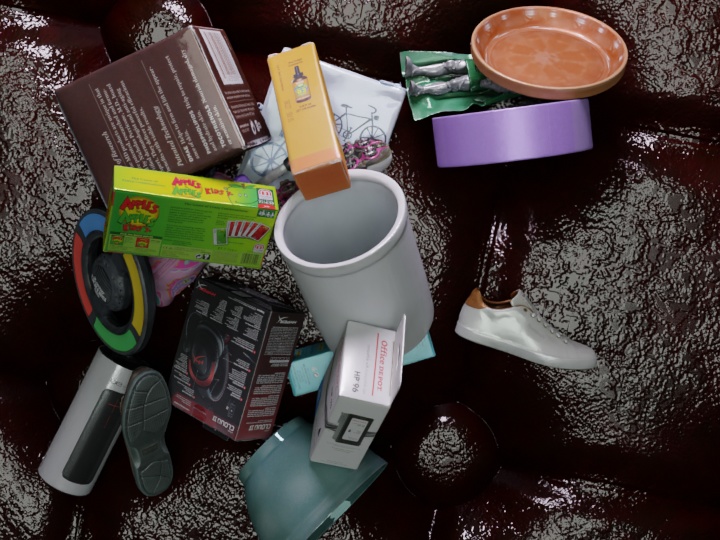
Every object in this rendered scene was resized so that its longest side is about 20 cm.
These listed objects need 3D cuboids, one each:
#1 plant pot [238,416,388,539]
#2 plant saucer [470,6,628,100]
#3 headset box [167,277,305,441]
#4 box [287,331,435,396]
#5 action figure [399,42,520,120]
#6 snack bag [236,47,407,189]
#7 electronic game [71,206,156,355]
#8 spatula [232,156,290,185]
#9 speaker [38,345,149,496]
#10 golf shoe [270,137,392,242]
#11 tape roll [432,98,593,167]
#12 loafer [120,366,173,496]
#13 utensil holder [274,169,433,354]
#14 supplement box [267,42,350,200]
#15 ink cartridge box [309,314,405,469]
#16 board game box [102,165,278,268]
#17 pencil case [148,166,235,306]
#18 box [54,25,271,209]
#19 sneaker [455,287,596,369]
[{"bbox_3d":[-0.080,0.284,1.472,0.134,0.200,0.200,44,96,11],"label":"plant pot"},{"bbox_3d":[0.241,-0.277,1.400,0.199,0.201,0.032,3,132,0],"label":"plant saucer"},{"bbox_3d":[-0.174,0.127,1.465,0.148,0.075,0.201,21,99,36],"label":"headset box"},{"bbox_3d":[-0.001,0.114,1.494,0.199,0.082,0.049,-16,98,2],"label":"box"},{"bbox_3d":[0.160,-0.261,1.449,0.199,0.055,0.119,-6,63,-7],"label":"action figure"},{"bbox_3d":[-0.054,-0.185,1.483,0.188,0.021,0.201,18,100,-1],"label":"snack bag"},{"bbox_3d":[-0.330,0.015,1.443,0.042,0.200,0.201,-17,99,-38],"label":"electronic game"},{"bbox_3d":[-0.112,-0.132,1.470,0.200,0.021,0.057,-33,99,11],"label":"spatula"},{"bbox_3d":[-0.368,0.206,1.509,0.081,0.081,0.200,28,96,-3],"label":"speaker"},{"bbox_3d":[-0.040,-0.103,1.459,0.200,0.073,0.092,-31,126,5],"label":"golf shoe"},{"bbox_3d":[0.194,-0.176,1.395,0.199,0.200,0.066,-7,97,1],"label":"tape roll"},{"bbox_3d":[-0.301,0.215,1.490,0.072,0.063,0.201,-17,121,-32],"label":"loafer"},{"bbox_3d":[0.000,0.000,1.398,0.169,0.170,0.200,-20,134,3],"label":"utensil holder"},{"bbox_3d":[-0.066,-0.192,1.384,0.066,0.069,0.201,-16,61,5],"label":"supplement box"},{"bbox_3d":[-0.005,0.146,1.353,0.068,0.116,0.200,13,139,-9],"label":"ink cartridge box"},{"bbox_3d":[-0.211,-0.064,1.349,0.199,0.048,0.102,6,131,-18],"label":"board game box"},{"bbox_3d":[-0.228,-0.043,1.451,0.087,0.087,0.200,45,112,-5],"label":"pencil case"},{"bbox_3d":[-0.247,-0.199,1.401,0.199,0.166,0.165,-23,98,11],"label":"box"},{"bbox_3d":[0.236,0.077,1.492,0.199,0.073,0.085,17,100,-1],"label":"sneaker"}]
